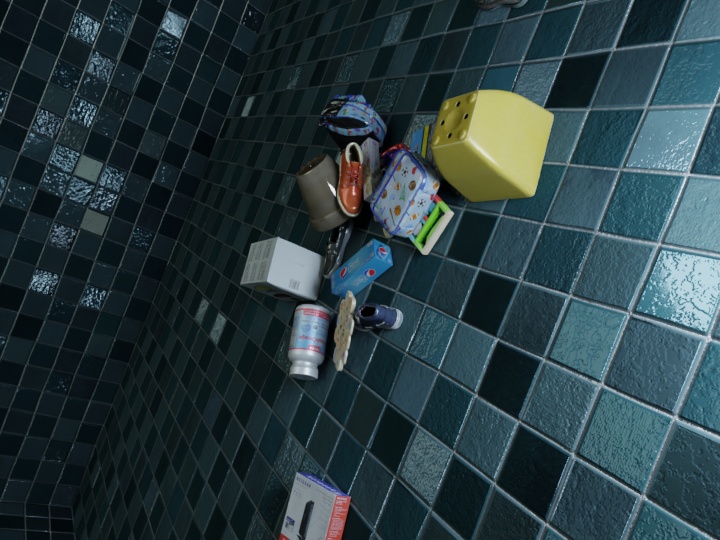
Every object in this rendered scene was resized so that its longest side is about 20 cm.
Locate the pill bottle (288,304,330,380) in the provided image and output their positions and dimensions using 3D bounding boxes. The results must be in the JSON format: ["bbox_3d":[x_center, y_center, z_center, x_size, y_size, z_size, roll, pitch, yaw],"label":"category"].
[{"bbox_3d":[-0.151,0.209,1.639,0.108,0.108,0.204,-20,57,48],"label":"pill bottle"}]

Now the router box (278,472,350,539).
[{"bbox_3d":[-0.118,0.626,1.409,0.199,0.048,0.183,-2,70,55],"label":"router box"}]

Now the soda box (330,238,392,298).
[{"bbox_3d":[0.000,0.000,1.577,0.199,0.067,0.065,-39,42,37],"label":"soda box"}]

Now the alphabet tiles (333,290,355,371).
[{"bbox_3d":[-0.043,0.163,1.529,0.196,0.014,0.204,-127,47,-73],"label":"alphabet tiles"}]

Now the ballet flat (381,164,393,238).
[{"bbox_3d":[0.074,-0.187,1.536,0.066,0.056,0.204,19,116,46],"label":"ballet flat"}]

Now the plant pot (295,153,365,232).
[{"bbox_3d":[-0.103,-0.245,1.699,0.198,0.175,0.201,-28,26,15],"label":"plant pot"}]

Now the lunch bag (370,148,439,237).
[{"bbox_3d":[0.104,-0.193,1.420,0.201,0.075,0.161,-57,46,29],"label":"lunch bag"}]

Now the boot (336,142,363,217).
[{"bbox_3d":[-0.025,-0.256,1.585,0.107,0.074,0.204,135,132,-74],"label":"boot"}]

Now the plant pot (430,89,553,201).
[{"bbox_3d":[0.269,-0.285,1.235,0.194,0.198,0.198,4,75,54],"label":"plant pot"}]

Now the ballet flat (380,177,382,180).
[{"bbox_3d":[0.095,-0.240,1.597,0.199,0.070,0.067,-1,98,57],"label":"ballet flat"}]

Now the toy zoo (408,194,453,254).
[{"bbox_3d":[0.145,-0.156,1.440,0.201,0.020,0.132,56,128,36],"label":"toy zoo"}]

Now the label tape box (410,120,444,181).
[{"bbox_3d":[0.214,-0.314,1.452,0.199,0.063,0.147,-14,62,53],"label":"label tape box"}]

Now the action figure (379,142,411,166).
[{"bbox_3d":[0.091,-0.325,1.636,0.199,0.066,0.052,-9,40,54],"label":"action figure"}]

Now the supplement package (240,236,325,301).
[{"bbox_3d":[-0.250,0.003,1.821,0.199,0.189,0.150,-6,66,54],"label":"supplement package"}]

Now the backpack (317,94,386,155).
[{"bbox_3d":[-0.005,-0.450,1.748,0.198,0.183,0.136,13,65,42],"label":"backpack"}]

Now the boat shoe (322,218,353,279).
[{"bbox_3d":[-0.082,-0.076,1.746,0.068,0.056,0.203,14,83,56],"label":"boat shoe"}]

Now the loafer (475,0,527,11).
[{"bbox_3d":[0.361,-0.730,1.477,0.073,0.062,0.200,-63,34,7],"label":"loafer"}]

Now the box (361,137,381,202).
[{"bbox_3d":[0.031,-0.285,1.606,0.041,0.038,0.203,-33,49,44],"label":"box"}]

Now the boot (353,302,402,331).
[{"bbox_3d":[0.016,0.113,1.470,0.199,0.089,0.074,-11,63,52],"label":"boot"}]
